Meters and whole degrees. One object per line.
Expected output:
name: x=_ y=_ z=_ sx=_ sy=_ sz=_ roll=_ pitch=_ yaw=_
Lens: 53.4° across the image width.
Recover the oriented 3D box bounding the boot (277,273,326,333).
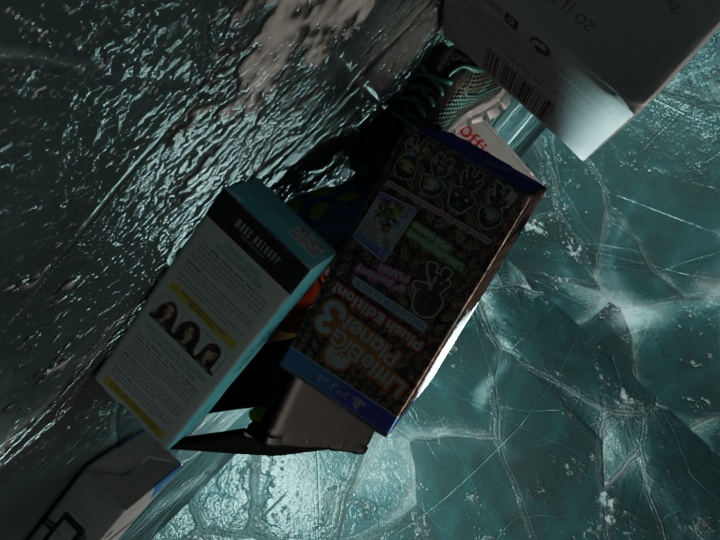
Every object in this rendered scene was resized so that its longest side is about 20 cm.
boot: x=-0.048 y=0.024 z=0.702 sx=0.200 sy=0.107 sz=0.075 roll=117 pitch=-7 yaw=-74

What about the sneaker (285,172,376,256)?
sneaker: x=-0.007 y=-0.036 z=0.625 sx=0.199 sy=0.070 sz=0.083 roll=-35 pitch=136 yaw=-55

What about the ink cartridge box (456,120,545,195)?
ink cartridge box: x=0.074 y=-0.067 z=0.771 sx=0.200 sy=0.145 sz=0.084 roll=-47 pitch=-153 yaw=6

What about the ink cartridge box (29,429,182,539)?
ink cartridge box: x=-0.312 y=0.290 z=0.840 sx=0.200 sy=0.068 sz=0.116 roll=-49 pitch=173 yaw=20

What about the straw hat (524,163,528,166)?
straw hat: x=0.156 y=-0.085 z=1.016 sx=0.201 sy=0.085 sz=0.202 roll=25 pitch=90 yaw=-90

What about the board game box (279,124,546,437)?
board game box: x=0.048 y=0.000 z=0.562 sx=0.201 sy=0.097 sz=0.159 roll=-61 pitch=168 yaw=17

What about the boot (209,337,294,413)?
boot: x=-0.111 y=0.106 z=0.724 sx=0.199 sy=0.073 sz=0.166 roll=-14 pitch=169 yaw=0

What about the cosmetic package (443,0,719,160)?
cosmetic package: x=0.184 y=-0.219 z=0.514 sx=0.200 sy=0.167 sz=0.166 roll=-48 pitch=173 yaw=2

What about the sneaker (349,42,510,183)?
sneaker: x=0.062 y=-0.155 z=0.634 sx=0.200 sy=0.077 sz=0.091 roll=-43 pitch=152 yaw=-26

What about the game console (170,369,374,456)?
game console: x=-0.069 y=0.131 z=0.736 sx=0.200 sy=0.116 sz=0.177 roll=29 pitch=86 yaw=-59

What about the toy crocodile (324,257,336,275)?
toy crocodile: x=-0.010 y=-0.041 z=0.849 sx=0.200 sy=0.062 sz=0.067 roll=-39 pitch=-153 yaw=-24

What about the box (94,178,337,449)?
box: x=-0.110 y=0.035 z=0.526 sx=0.200 sy=0.082 sz=0.049 roll=-49 pitch=175 yaw=24

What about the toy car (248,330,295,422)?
toy car: x=-0.087 y=0.101 z=0.881 sx=0.164 sy=0.158 sz=0.200 roll=-29 pitch=154 yaw=-10
